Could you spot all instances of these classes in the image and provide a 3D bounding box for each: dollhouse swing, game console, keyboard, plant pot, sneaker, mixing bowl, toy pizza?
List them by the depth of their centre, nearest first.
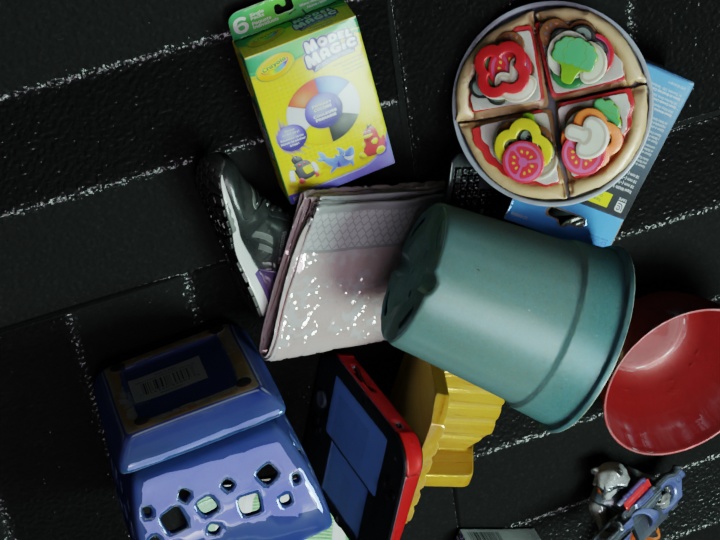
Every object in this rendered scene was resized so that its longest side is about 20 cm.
[{"bbox_3d":[0.184,-0.162,1.630,0.200,0.032,0.201,2,96,17],"label":"toy pizza"},{"bbox_3d":[-0.099,-0.051,1.656,0.087,0.076,0.200,-29,136,-13],"label":"sneaker"},{"bbox_3d":[0.137,0.035,1.659,0.196,0.200,0.201,21,114,-15],"label":"plant pot"},{"bbox_3d":[-0.162,0.178,1.703,0.200,0.200,0.180,-20,120,-8],"label":"plant pot"},{"bbox_3d":[0.175,-0.072,1.737,0.200,0.040,0.104,-5,117,-29],"label":"keyboard"},{"bbox_3d":[-0.005,0.201,1.774,0.031,0.200,0.177,-2,123,-30],"label":"game console"},{"bbox_3d":[0.110,0.169,1.813,0.181,0.176,0.200,6,119,-25],"label":"dollhouse swing"},{"bbox_3d":[0.346,0.099,1.902,0.200,0.108,0.201,-10,125,-14],"label":"mixing bowl"}]

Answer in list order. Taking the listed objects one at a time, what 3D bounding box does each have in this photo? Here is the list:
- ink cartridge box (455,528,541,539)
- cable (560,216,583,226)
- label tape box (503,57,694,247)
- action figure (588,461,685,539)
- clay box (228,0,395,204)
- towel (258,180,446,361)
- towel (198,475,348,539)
[{"bbox_3d":[0.147,0.409,2.070,0.109,0.050,0.200,4,122,-24],"label":"ink cartridge box"},{"bbox_3d":[0.176,0.006,1.783,0.200,0.097,0.050,-25,154,-2],"label":"cable"},{"bbox_3d":[0.230,-0.133,1.710,0.144,0.063,0.200,18,105,-30],"label":"label tape box"},{"bbox_3d":[0.304,0.317,2.041,0.200,0.104,0.194,-32,128,-31],"label":"action figure"},{"bbox_3d":[-0.046,-0.171,1.601,0.115,0.048,0.200,-23,129,-7],"label":"clay box"},{"bbox_3d":[0.000,0.000,1.709,0.200,0.032,0.191,-7,126,-39],"label":"towel"},{"bbox_3d":[-0.100,0.296,1.911,0.199,0.023,0.153,-7,125,-18],"label":"towel"}]
